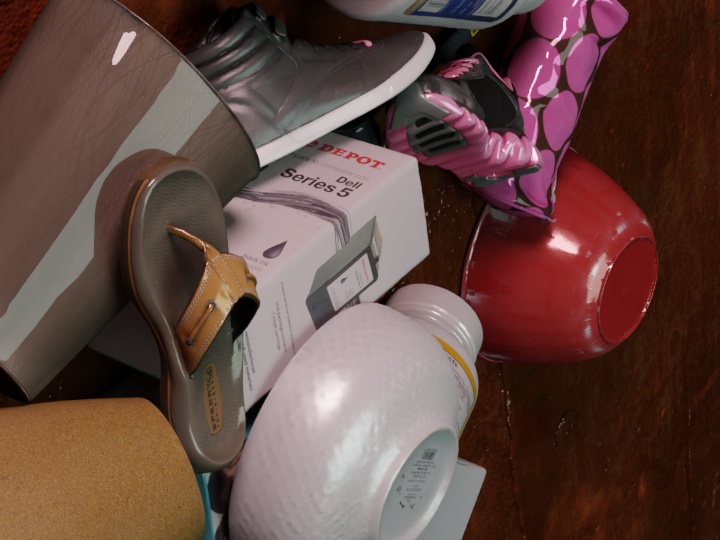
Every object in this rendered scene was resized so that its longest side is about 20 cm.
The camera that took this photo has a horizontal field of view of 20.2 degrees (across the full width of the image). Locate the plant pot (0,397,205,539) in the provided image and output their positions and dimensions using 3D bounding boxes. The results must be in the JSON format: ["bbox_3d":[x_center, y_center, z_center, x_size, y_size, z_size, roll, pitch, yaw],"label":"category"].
[{"bbox_3d":[-0.197,0.153,1.154,0.199,0.186,0.188,-23,127,-25],"label":"plant pot"}]

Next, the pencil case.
[{"bbox_3d":[0.152,-0.141,1.634,0.093,0.091,0.202,22,90,-21],"label":"pencil case"}]

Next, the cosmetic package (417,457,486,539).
[{"bbox_3d":[0.021,0.239,1.662,0.101,0.074,0.202,25,84,-57],"label":"cosmetic package"}]

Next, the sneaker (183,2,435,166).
[{"bbox_3d":[-0.038,-0.143,1.339,0.199,0.071,0.100,-31,102,-30],"label":"sneaker"}]

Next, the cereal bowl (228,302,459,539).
[{"bbox_3d":[0.004,0.127,1.322,0.200,0.083,0.201,-41,146,-37],"label":"cereal bowl"}]

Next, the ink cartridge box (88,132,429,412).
[{"bbox_3d":[-0.071,-0.012,1.331,0.200,0.145,0.085,-40,135,-37],"label":"ink cartridge box"}]

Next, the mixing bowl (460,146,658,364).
[{"bbox_3d":[0.187,0.001,1.739,0.200,0.108,0.202,-32,132,-43],"label":"mixing bowl"}]

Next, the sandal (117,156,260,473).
[{"bbox_3d":[-0.088,0.029,1.164,0.082,0.054,0.202,-31,122,-48],"label":"sandal"}]

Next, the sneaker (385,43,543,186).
[{"bbox_3d":[0.071,-0.126,1.502,0.200,0.078,0.096,20,63,-64],"label":"sneaker"}]

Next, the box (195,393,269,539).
[{"bbox_3d":[-0.056,0.110,1.356,0.200,0.049,0.083,-38,133,-42],"label":"box"}]

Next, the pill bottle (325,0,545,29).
[{"bbox_3d":[0.059,-0.228,1.433,0.199,0.110,0.112,-5,111,-54],"label":"pill bottle"}]

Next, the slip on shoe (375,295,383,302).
[{"bbox_3d":[0.000,0.000,1.497,0.200,0.061,0.075,-6,115,-69],"label":"slip on shoe"}]

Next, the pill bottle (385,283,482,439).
[{"bbox_3d":[0.025,0.105,1.534,0.201,0.112,0.113,-62,150,-43],"label":"pill bottle"}]

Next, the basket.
[{"bbox_3d":[-0.177,-0.034,1.186,0.201,0.135,0.181,-54,136,-16],"label":"basket"}]

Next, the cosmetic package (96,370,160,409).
[{"bbox_3d":[-0.169,0.132,1.323,0.200,0.082,0.051,-36,135,-41],"label":"cosmetic package"}]

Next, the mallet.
[{"bbox_3d":[0.039,-0.128,1.529,0.200,0.041,0.066,-43,137,-40],"label":"mallet"}]
